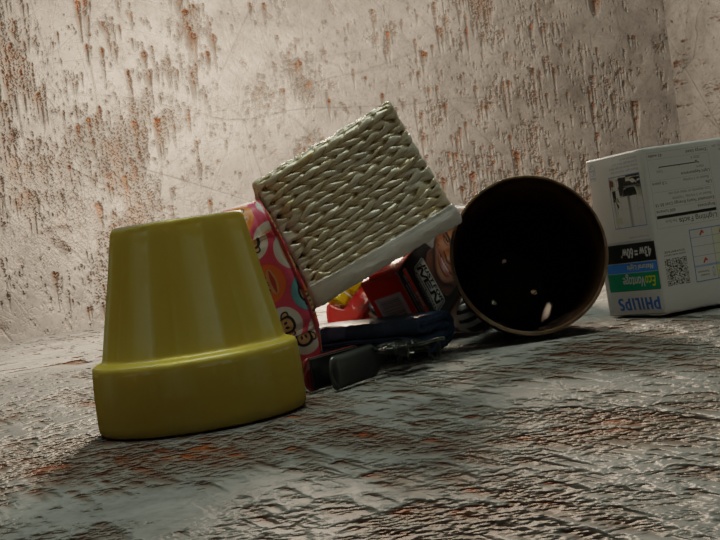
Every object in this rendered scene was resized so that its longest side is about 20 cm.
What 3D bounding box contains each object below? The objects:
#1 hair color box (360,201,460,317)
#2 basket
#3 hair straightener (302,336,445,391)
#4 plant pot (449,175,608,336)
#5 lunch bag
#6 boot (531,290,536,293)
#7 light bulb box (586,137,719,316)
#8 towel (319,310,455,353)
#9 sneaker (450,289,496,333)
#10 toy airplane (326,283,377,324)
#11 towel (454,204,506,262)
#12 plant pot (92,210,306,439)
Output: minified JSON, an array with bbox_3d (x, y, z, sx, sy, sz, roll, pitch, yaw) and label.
[{"bbox_3d":[0.081,0.003,1.759,0.061,0.102,0.200,-19,20,32],"label":"hair color box"},{"bbox_3d":[-0.012,-0.069,1.594,0.199,0.162,0.198,-32,0,-4],"label":"basket"},{"bbox_3d":[0.031,0.095,1.441,0.076,0.042,0.199,-6,-2,40],"label":"hair straightener"},{"bbox_3d":[0.193,0.001,1.687,0.184,0.190,0.200,-8,-11,-3],"label":"plant pot"},{"bbox_3d":[-0.114,0.024,1.543,0.081,0.202,0.176,-23,5,-11],"label":"lunch bag"},{"bbox_3d":[0.240,-0.017,2.012,0.073,0.153,0.199,-12,6,-40],"label":"boot"},{"bbox_3d":[0.407,-0.057,1.719,0.196,0.203,0.124,-9,0,-23],"label":"light bulb box"},{"bbox_3d":[0.007,0.083,1.629,0.198,0.049,0.111,-8,2,32],"label":"towel"},{"bbox_3d":[0.137,0.044,1.870,0.114,0.076,0.199,-10,2,30],"label":"sneaker"},{"bbox_3d":[0.000,0.000,1.830,0.139,0.203,0.199,5,5,17],"label":"toy airplane"},{"bbox_3d":[0.198,-0.023,2.085,0.197,0.193,0.032,-7,35,3],"label":"towel"},{"bbox_3d":[-0.161,0.047,1.300,0.198,0.192,0.201,-8,3,0],"label":"plant pot"}]
